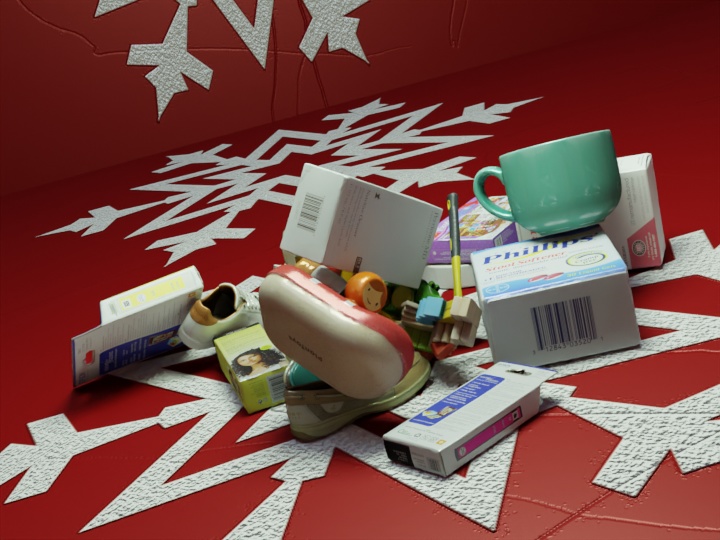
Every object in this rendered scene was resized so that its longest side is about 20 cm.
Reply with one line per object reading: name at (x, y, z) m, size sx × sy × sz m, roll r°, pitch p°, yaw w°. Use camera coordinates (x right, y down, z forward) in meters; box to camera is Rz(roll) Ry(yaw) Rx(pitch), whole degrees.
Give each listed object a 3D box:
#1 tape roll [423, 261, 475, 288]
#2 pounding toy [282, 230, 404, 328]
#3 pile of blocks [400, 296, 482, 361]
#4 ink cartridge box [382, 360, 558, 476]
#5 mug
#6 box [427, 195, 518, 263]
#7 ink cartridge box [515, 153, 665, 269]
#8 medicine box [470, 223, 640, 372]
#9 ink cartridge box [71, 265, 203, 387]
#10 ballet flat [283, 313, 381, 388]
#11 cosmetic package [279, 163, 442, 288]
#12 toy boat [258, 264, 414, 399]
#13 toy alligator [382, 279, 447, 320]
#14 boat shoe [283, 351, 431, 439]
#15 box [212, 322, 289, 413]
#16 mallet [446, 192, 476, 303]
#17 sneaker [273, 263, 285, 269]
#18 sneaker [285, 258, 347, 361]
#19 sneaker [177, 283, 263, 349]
tape roll at (0.182, -0.027, 1.908) m, size 0.199 × 0.038 × 0.203 m, roll -14°, pitch 17°, yaw 4°
pounding toy at (0.000, 0.000, 1.719) m, size 0.196 × 0.187 × 0.142 m, roll -13°, pitch 17°, yaw 1°
pile of blocks at (0.088, 0.077, 1.529) m, size 0.081 × 0.063 × 0.200 m, roll 19°, pitch -16°, yaw -8°
ink cartridge box at (0.127, 0.160, 1.376) m, size 0.199 × 0.038 × 0.094 m, roll -30°, pitch 22°, yaw -34°
mug at (0.259, -0.109, 1.643) m, size 0.150 × 0.116 × 0.184 m, roll -14°, pitch 1°, yaw -31°
box at (0.190, -0.065, 1.891) m, size 0.135 × 0.040 × 0.199 m, roll -1°, pitch 22°, yaw 36°
ink cartridge box at (0.321, -0.073, 1.753) m, size 0.197 × 0.148 × 0.085 m, roll -8°, pitch 17°, yaw 21°
medicine box at (0.240, 0.033, 1.565) m, size 0.179 × 0.105 × 0.200 m, roll -13°, pitch 18°, yaw 4°
ink cartridge box at (-0.329, 0.083, 1.785) m, size 0.197 × 0.048 × 0.198 m, roll -19°, pitch -19°, yaw -20°
ballet flat at (-0.037, 0.121, 1.602) m, size 0.071 × 0.073 × 0.199 m, roll 2°, pitch 24°, yaw 42°
cosmetic package at (0.004, -0.053, 1.532) m, size 0.080 × 0.115 × 0.198 m, roll 20°, pitch 6°, yaw 41°
toy boat at (-0.016, 0.054, 1.445) m, size 0.198 × 0.132 × 0.131 m, roll 31°, pitch 59°, yaw 25°
toy alligator at (0.077, 0.034, 1.613) m, size 0.198 × 0.055 × 0.059 m, roll 3°, pitch -20°, yaw 42°
boat shoe at (-0.002, 0.137, 1.500) m, size 0.198 × 0.064 × 0.073 m, roll -22°, pitch 19°, yaw -22°
box at (-0.144, 0.128, 1.666) m, size 0.074 × 0.051 × 0.200 m, roll -19°, pitch 17°, yaw -13°
mallet at (0.125, -0.005, 1.667) m, size 0.040 × 0.203 × 0.066 m, roll 6°, pitch -32°, yaw -16°
sneaker at (-0.064, -0.003, 1.959) m, size 0.075 × 0.082 × 0.199 m, roll -2°, pitch 19°, yaw 37°
sneaker at (-0.076, 0.047, 1.624) m, size 0.073 × 0.084 × 0.201 m, roll -45°, pitch -10°, yaw -36°
sneaker at (-0.171, 0.056, 1.797) m, size 0.073 × 0.085 × 0.199 m, roll 42°, pitch 33°, yaw 22°
